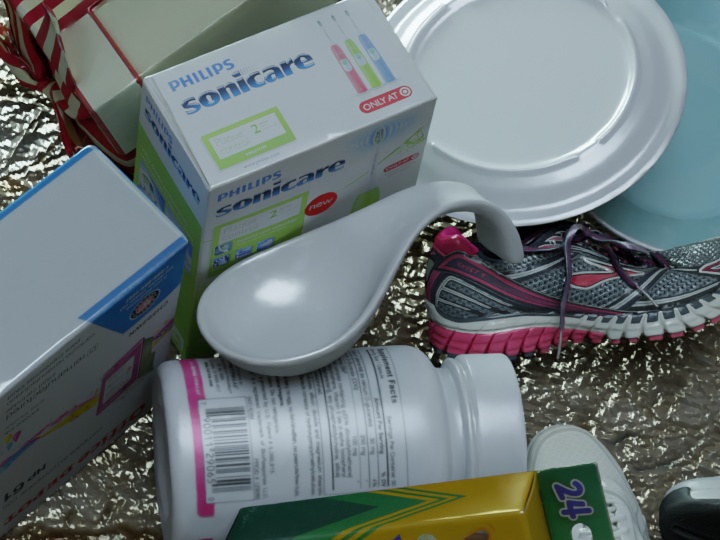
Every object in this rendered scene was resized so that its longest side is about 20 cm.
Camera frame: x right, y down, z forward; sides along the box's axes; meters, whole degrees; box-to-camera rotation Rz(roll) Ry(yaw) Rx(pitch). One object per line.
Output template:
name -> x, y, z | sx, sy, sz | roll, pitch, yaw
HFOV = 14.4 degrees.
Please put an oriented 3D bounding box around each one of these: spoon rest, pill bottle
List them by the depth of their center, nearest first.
spoon rest -> 0.000, 0.000, 1.588 | 0.200, 0.061, 0.099 | -25, 39, -27
pill bottle -> -0.013, 0.101, 1.605 | 0.199, 0.113, 0.114 | -3, 60, -10

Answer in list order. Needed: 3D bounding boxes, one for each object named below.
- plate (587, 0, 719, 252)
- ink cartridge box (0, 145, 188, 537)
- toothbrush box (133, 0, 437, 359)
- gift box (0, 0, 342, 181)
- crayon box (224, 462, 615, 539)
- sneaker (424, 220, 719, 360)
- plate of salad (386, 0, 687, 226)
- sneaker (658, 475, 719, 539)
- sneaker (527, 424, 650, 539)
plate -> 0.197, -0.095, 1.784 | 0.200, 0.026, 0.201 | 6, 67, -16
ink cartridge box -> -0.178, 0.046, 1.568 | 0.085, 0.200, 0.144 | 43, 64, 13
toothbrush box -> -0.049, -0.050, 1.640 | 0.145, 0.200, 0.086 | -23, 64, -20
gift box -> -0.126, -0.163, 1.679 | 0.187, 0.200, 0.185 | -36, 59, -2
crayon box -> 0.039, 0.179, 1.515 | 0.200, 0.126, 0.052 | -9, 21, 15
sneaker -> 0.137, 0.004, 1.687 | 0.200, 0.081, 0.075 | -8, 104, -13
plate of salad -> 0.097, -0.106, 1.723 | 0.200, 0.048, 0.200 | -4, 58, 6
sneaker -> 0.263, 0.120, 1.664 | 0.200, 0.076, 0.116 | 6, 50, -13
sneaker -> 0.140, 0.169, 1.604 | 0.075, 0.081, 0.200 | -9, 59, -10
